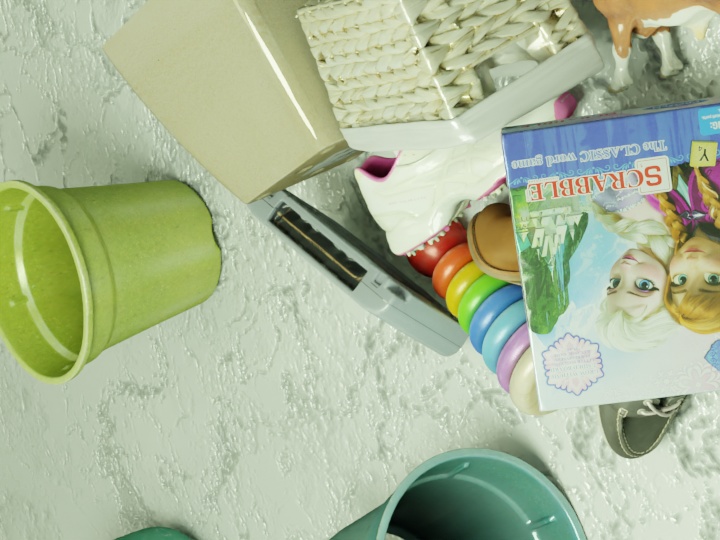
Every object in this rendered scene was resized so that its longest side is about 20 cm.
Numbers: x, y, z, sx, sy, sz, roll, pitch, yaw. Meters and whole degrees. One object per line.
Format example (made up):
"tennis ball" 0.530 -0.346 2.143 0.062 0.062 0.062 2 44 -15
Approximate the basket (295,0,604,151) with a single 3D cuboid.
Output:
"basket" 0.058 -0.170 1.318 0.200 0.135 0.123 8 126 65

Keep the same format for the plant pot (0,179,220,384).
"plant pot" -0.246 -0.008 1.772 0.200 0.184 0.201 22 119 45

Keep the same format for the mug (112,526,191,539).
"mug" -0.229 0.352 1.944 0.185 0.114 0.152 0 104 51

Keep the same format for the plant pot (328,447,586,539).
"plant pot" 0.060 0.266 1.515 0.196 0.200 0.200 -34 77 59

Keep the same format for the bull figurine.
"bull figurine" 0.211 -0.189 1.248 0.200 0.065 0.122 8 117 55

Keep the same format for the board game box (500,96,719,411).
"board game box" 0.208 -0.013 1.239 0.200 0.041 0.200 -8 100 9

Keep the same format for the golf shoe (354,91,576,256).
"golf shoe" 0.076 -0.092 1.401 0.200 0.075 0.092 -36 93 30

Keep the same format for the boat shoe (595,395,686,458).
"boat shoe" 0.219 0.059 1.324 0.057 0.067 0.200 43 133 54

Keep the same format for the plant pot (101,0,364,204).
"plant pot" -0.055 -0.172 1.481 0.200 0.200 0.177 -32 85 52

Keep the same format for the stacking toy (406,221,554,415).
"stacking toy" 0.102 0.026 1.454 0.200 0.085 0.085 46 135 37

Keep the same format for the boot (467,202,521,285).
"boot" 0.152 -0.050 1.352 0.200 0.077 0.155 -113 40 -63

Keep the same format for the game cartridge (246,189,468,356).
"game cartridge" 0.000 0.000 1.524 0.042 0.133 0.200 -51 50 1
